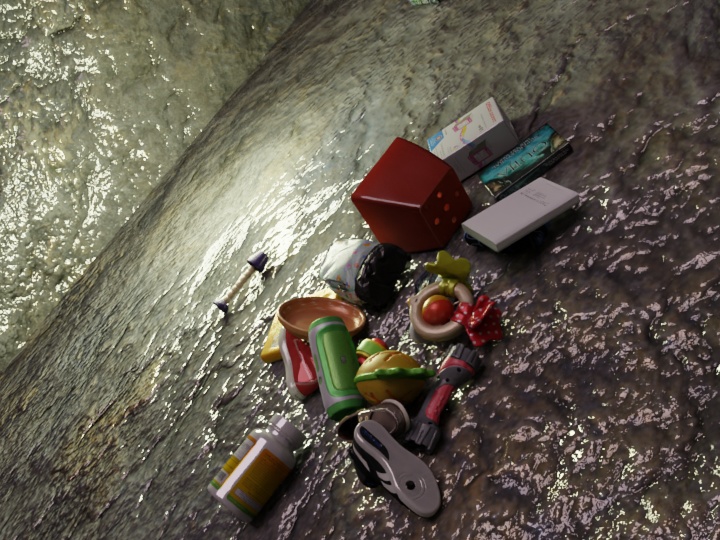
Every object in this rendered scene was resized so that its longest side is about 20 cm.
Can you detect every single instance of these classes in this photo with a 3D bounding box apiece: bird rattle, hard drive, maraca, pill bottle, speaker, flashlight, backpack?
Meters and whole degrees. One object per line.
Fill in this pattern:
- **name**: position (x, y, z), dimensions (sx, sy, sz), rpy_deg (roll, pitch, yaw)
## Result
- **bird rattle**: position (0.176, 0.075, 1.566), dimensions (0.162, 0.113, 0.201), rpy_deg (-30, 56, 9)
- **hard drive**: position (0.318, -0.114, 1.632), dimensions (0.199, 0.027, 0.132), rpy_deg (-30, 30, -11)
- **maraca**: position (0.062, 0.199, 1.514), dimensions (0.200, 0.136, 0.108), rpy_deg (136, 132, -68)
- **pill bottle**: position (-0.199, 0.386, 1.620), dimensions (0.200, 0.111, 0.111), rpy_deg (-50, 30, -15)
- **speaker**: position (-0.048, 0.196, 1.645), dimensions (0.088, 0.088, 0.201), rpy_deg (-29, 59, 22)
- **flashlight**: position (0.150, 0.230, 1.463), dimensions (0.201, 0.068, 0.068), rpy_deg (-61, -5, -24)
- **backpack**: position (0.000, 0.000, 1.875), dimensions (0.200, 0.127, 0.167), rpy_deg (6, 58, 57)

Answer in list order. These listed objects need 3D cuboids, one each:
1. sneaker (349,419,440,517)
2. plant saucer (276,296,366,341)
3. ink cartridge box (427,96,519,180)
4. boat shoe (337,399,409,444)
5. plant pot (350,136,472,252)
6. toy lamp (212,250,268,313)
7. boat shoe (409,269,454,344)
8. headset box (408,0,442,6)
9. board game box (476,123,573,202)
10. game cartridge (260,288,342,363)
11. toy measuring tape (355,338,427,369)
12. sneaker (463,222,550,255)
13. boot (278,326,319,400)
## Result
- **sneaker**: position (0.058, 0.358, 1.403), dimensions (0.073, 0.112, 0.200), rpy_deg (-24, 54, -30)
- **plant saucer**: position (-0.088, 0.112, 1.821), dimensions (0.199, 0.038, 0.200), rpy_deg (5, 21, -2)
- **ink cartridge box**: position (0.274, -0.316, 2.003), dimensions (0.199, 0.085, 0.145), rpy_deg (-31, 31, 16)
- **boat shoe**: position (0.021, 0.280, 1.483), dimensions (0.059, 0.072, 0.200), rpy_deg (-17, -6, -30)
- **plant pot**: position (0.133, -0.158, 1.873), dimensions (0.176, 0.200, 0.200), rpy_deg (19, 64, 45)
- **toy lamp**: position (-0.334, 0.029, 2.306), dimensions (0.200, 0.058, 0.058), rpy_deg (-50, 30, -15)
- **boat shoe**: position (0.139, 0.071, 1.684), dimensions (0.091, 0.071, 0.201), rpy_deg (-14, 37, 53)
- **headset box**: position (0.263, -1.059, 2.980), dimensions (0.174, 0.093, 0.200), rpy_deg (-49, 30, -11)
- **board game box**: position (0.369, -0.243, 1.850), dimensions (0.200, 0.028, 0.135), rpy_deg (-37, 29, 9)
- **game cartridge**: position (-0.139, 0.127, 1.969), dimensions (0.199, 0.032, 0.177), rpy_deg (-22, 35, 33)
- **toy measuring tape**: position (0.047, 0.175, 1.645), dimensions (0.199, 0.074, 0.074), rpy_deg (4, 53, 53)
- **sneaker**: position (0.288, -0.068, 1.676), dimensions (0.199, 0.070, 0.078), rpy_deg (-9, 36, 43)
- **boot**: position (-0.103, 0.174, 1.813), dimensions (0.144, 0.072, 0.201), rpy_deg (-33, 46, 15)
